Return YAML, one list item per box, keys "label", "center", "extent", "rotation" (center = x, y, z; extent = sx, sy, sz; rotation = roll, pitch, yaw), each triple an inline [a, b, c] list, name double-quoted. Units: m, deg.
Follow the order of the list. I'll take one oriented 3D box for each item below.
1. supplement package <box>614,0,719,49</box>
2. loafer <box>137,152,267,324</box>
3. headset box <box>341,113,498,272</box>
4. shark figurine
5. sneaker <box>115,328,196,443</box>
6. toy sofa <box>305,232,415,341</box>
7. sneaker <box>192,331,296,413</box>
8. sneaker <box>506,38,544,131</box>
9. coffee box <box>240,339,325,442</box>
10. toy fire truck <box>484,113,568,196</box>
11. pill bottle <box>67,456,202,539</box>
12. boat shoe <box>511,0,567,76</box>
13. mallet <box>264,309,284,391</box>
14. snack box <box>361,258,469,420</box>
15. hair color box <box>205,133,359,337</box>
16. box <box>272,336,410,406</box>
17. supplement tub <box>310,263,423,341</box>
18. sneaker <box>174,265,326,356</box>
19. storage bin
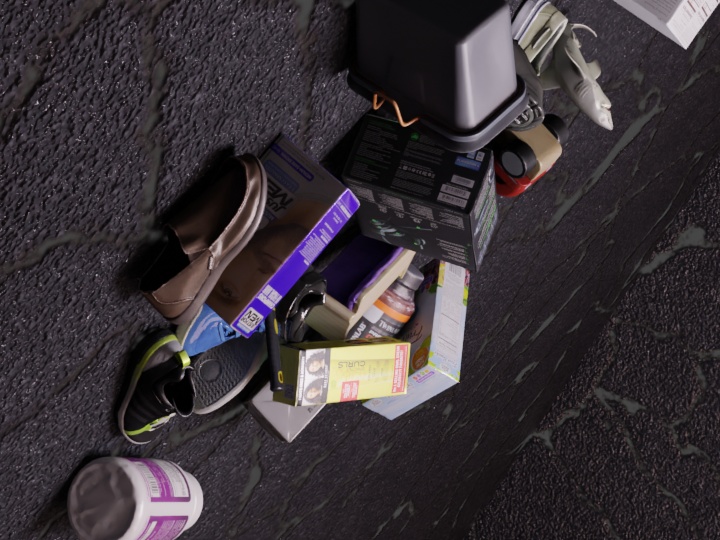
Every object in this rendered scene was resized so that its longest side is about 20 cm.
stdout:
- label: "supplement package"
  center: [0.376, -0.409, 1.581]
  extent: [0.112, 0.199, 0.155]
  rotation: [-54, 159, 13]
- label: "loafer"
  center: [-0.168, -0.037, 1.256]
  extent: [0.071, 0.073, 0.202]
  rotation: [26, 95, -46]
- label: "headset box"
  center: [0.082, -0.092, 1.517]
  extent: [0.200, 0.172, 0.094]
  rotation: [68, 43, -66]
- label: "shark figurine"
  center: [0.284, -0.295, 1.683]
  extent: [0.089, 0.217, 0.128]
  rotation: [-32, 134, 27]
- label: "sneaker"
  center: [-0.241, 0.158, 1.423]
  extent: [0.071, 0.083, 0.202]
  rotation: [-33, 153, -37]
- label: "toy sofa"
  center: [0.000, 0.000, 1.604]
  extent: [0.200, 0.082, 0.098]
  rotation: [-46, 165, -46]
- label: "sneaker"
  center: [-0.150, 0.120, 1.544]
  extent: [0.201, 0.073, 0.119]
  rotation: [-51, 161, -19]
- label: "sneaker"
  center: [0.162, -0.267, 1.481]
  extent: [0.075, 0.200, 0.092]
  rotation: [-19, -143, 34]
- label: "coffee box"
  center: [-0.098, 0.170, 1.648]
  extent: [0.114, 0.080, 0.200]
  rotation: [-45, -178, -13]
- label: "toy fire truck"
  center: [0.156, -0.162, 1.605]
  extent: [0.128, 0.176, 0.200]
  rotation: [-38, 171, -29]
- label: "pill bottle"
  center: [-0.283, 0.299, 1.532]
  extent: [0.113, 0.112, 0.200]
  rotation: [-51, 159, 4]
- label: "boat shoe"
  center: [0.221, -0.285, 1.663]
  extent: [0.072, 0.062, 0.202]
  rotation: [-24, 147, -49]
- label: "mallet"
  center: [-0.112, 0.038, 1.382]
  extent: [0.041, 0.204, 0.066]
  rotation: [-13, 159, 23]
- label: "snack box"
  center: [0.084, 0.102, 1.800]
  extent: [0.168, 0.067, 0.203]
  rotation: [-36, -144, 44]
- label: "hair color box"
  center: [-0.107, -0.039, 1.331]
  extent: [0.201, 0.109, 0.065]
  rotation: [-50, 159, -2]
- label: "box"
  center: [-0.022, 0.128, 1.522]
  extent: [0.198, 0.050, 0.077]
  rotation: [1, 97, -45]
- label: "supplement tub"
  center: [0.011, 0.071, 1.765]
  extent: [0.201, 0.107, 0.107]
  rotation: [-55, 159, 12]
- label: "sneaker"
  center: [-0.126, 0.056, 1.447]
  extent: [0.199, 0.111, 0.077]
  rotation: [-40, 158, -25]
- label: "storage bin"
  center: [0.071, -0.240, 1.269]
  extent: [0.145, 0.199, 0.135]
  rotation: [-40, 146, -23]
